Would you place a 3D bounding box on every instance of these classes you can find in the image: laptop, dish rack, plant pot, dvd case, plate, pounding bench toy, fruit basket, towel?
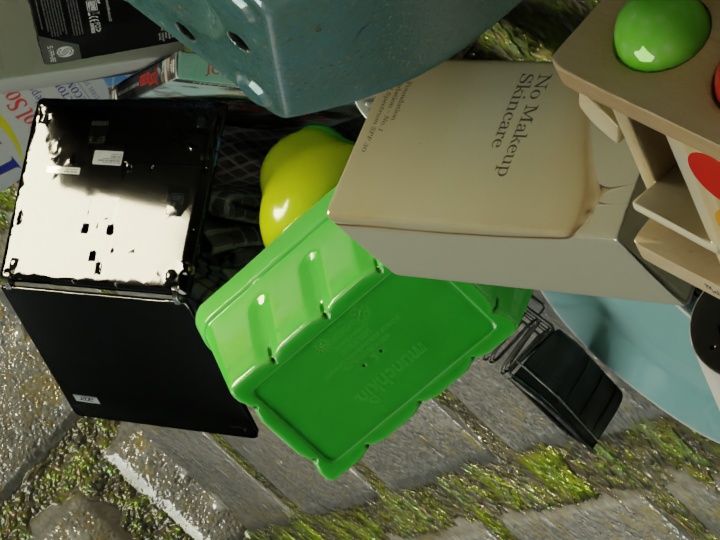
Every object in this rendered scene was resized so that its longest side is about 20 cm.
[{"bbox_3d":[-0.142,-0.004,1.677,0.177,0.201,0.103,4,169,39],"label":"laptop"},{"bbox_3d":[0.085,0.032,1.709,0.200,0.055,0.153,39,177,26],"label":"dish rack"},{"bbox_3d":[-0.018,-0.188,1.096,0.196,0.200,0.197,38,165,16],"label":"plant pot"},{"bbox_3d":[-0.076,-0.116,1.668,0.145,0.022,0.200,6,175,-18],"label":"dvd case"},{"bbox_3d":[0.186,0.038,1.582,0.200,0.026,0.200,40,167,11],"label":"plate"},{"bbox_3d":[0.154,-0.086,1.088,0.200,0.124,0.156,30,162,40],"label":"pounding bench toy"},{"bbox_3d":[0.000,0.000,1.580,0.155,0.216,0.215,42,167,-20],"label":"fruit basket"},{"bbox_3d":[-0.086,-0.051,1.757,0.165,0.086,0.199,34,-152,34],"label":"towel"}]

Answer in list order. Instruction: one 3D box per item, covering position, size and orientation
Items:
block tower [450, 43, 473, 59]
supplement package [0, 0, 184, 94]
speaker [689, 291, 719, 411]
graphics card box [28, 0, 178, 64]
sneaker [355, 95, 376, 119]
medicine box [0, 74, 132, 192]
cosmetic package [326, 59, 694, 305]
[{"bbox_3d":[0.038,-0.168,1.305,0.058,0.054,0.200,39,165,13],"label":"block tower"},{"bbox_3d":[-0.229,-0.177,1.648,0.117,0.199,0.118,170,90,-72],"label":"supplement package"},{"bbox_3d":[0.246,0.080,1.431,0.081,0.081,0.200,31,163,37],"label":"speaker"},{"bbox_3d":[-0.084,-0.170,1.367,0.126,0.199,0.051,93,165,-73],"label":"graphics card box"},{"bbox_3d":[0.079,-0.074,1.485,0.200,0.074,0.082,42,-167,-11],"label":"sneaker"},{"bbox_3d":[-0.271,-0.166,1.812,0.182,0.200,0.103,55,180,-45],"label":"medicine box"},{"bbox_3d":[0.089,-0.049,1.310,0.199,0.104,0.073,4,155,44],"label":"cosmetic package"}]
